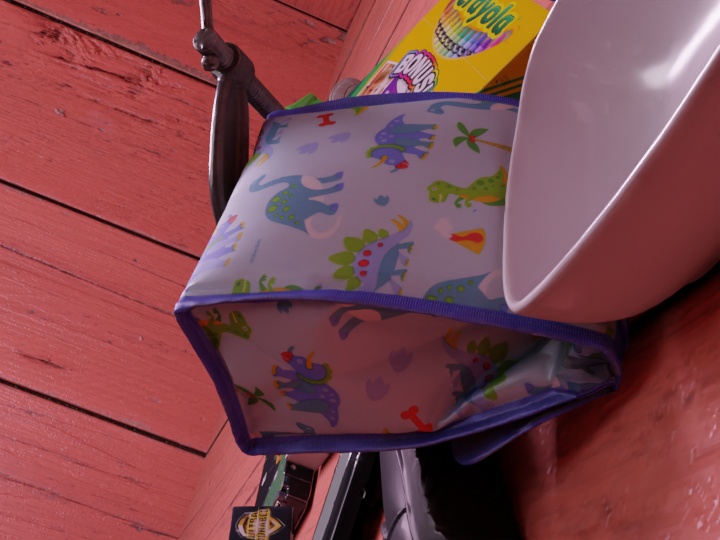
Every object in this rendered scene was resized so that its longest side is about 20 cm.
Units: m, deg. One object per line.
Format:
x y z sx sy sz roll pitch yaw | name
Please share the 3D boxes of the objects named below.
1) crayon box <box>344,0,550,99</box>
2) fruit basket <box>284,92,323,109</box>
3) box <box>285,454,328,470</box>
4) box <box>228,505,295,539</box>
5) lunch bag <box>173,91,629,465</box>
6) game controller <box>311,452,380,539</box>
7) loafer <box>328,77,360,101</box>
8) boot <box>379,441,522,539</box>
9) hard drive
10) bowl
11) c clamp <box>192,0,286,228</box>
0.056 -0.114 0.738 0.173 0.058 0.201 -45 23 11 | crayon box
-0.143 -0.278 2.512 0.217 0.155 0.216 -54 0 -1 | fruit basket
-0.015 0.090 1.082 0.201 0.041 0.158 120 167 -53 | box
-0.064 0.281 0.693 0.159 0.045 0.204 -94 4 -70 | box
0.034 -0.003 0.540 0.172 0.196 0.129 -75 -29 -47 | lunch bag
-0.017 0.213 0.841 0.104 0.041 0.203 80 -151 -78 | game controller
-0.032 -0.278 2.000 0.063 0.071 0.202 109 172 -45 | loafer
0.016 0.151 0.601 0.170 0.075 0.201 -61 17 26 | boot
-0.081 0.221 1.206 0.201 0.037 0.141 -80 13 -54 | hard drive
0.133 -0.087 0.428 0.201 0.074 0.202 119 169 -46 | bowl
-0.050 -0.072 0.641 0.200 0.027 0.174 49 -144 -61 | c clamp
